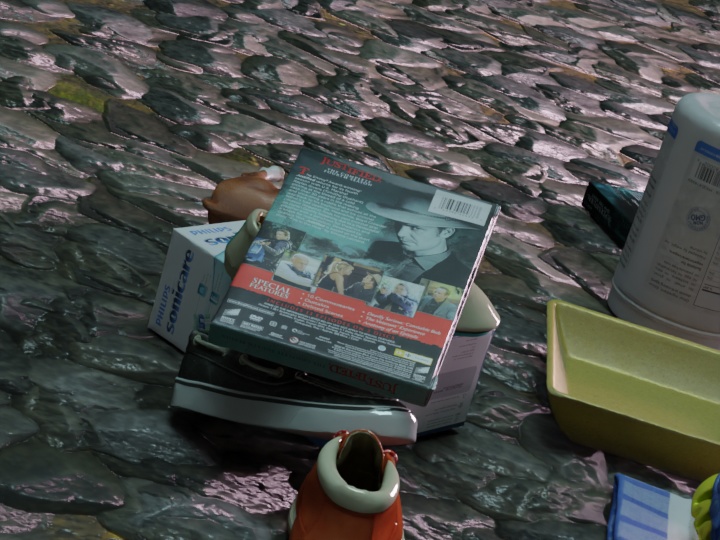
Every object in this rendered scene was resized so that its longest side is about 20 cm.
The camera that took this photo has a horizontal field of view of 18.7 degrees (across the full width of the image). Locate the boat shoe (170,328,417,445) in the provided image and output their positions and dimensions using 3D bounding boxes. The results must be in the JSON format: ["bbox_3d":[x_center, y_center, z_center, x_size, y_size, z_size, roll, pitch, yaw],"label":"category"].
[{"bbox_3d":[-0.044,0.072,1.403,0.200,0.064,0.071,8,-5,40],"label":"boat shoe"}]

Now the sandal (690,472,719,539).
[{"bbox_3d":[0.257,0.184,1.392,0.079,0.087,0.200,11,40,-13],"label":"sandal"}]

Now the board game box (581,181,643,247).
[{"bbox_3d":[0.312,-0.027,2.125,0.135,0.028,0.200,11,21,-21],"label":"board game box"}]

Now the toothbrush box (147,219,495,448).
[{"bbox_3d":[-0.030,0.041,1.565,0.200,0.086,0.146,32,26,33],"label":"toothbrush box"}]

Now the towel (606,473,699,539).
[{"bbox_3d":[0.265,0.198,1.498,0.199,0.024,0.147,19,19,4],"label":"towel"}]

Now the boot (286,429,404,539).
[{"bbox_3d":[-0.002,0.135,1.312,0.075,0.108,0.200,15,18,0],"label":"boot"}]

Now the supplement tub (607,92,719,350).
[{"bbox_3d":[0.306,-0.042,1.906,0.132,0.200,0.132,16,20,-6],"label":"supplement tub"}]

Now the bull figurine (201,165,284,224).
[{"bbox_3d":[-0.029,-0.029,1.785,0.200,0.065,0.121,25,17,12],"label":"bull figurine"}]

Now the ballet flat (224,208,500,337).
[{"bbox_3d":[0.008,-0.003,1.494,0.199,0.070,0.070,11,21,-13],"label":"ballet flat"}]

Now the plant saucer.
[{"bbox_3d":[0.231,0.104,1.682,0.199,0.049,0.200,17,20,-1],"label":"plant saucer"}]

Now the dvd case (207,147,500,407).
[{"bbox_3d":[0.000,0.000,1.417,0.146,0.022,0.200,16,41,6],"label":"dvd case"}]
